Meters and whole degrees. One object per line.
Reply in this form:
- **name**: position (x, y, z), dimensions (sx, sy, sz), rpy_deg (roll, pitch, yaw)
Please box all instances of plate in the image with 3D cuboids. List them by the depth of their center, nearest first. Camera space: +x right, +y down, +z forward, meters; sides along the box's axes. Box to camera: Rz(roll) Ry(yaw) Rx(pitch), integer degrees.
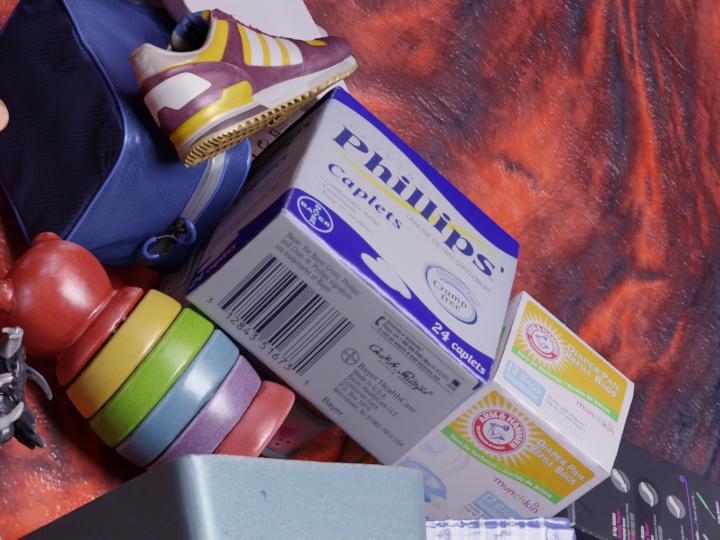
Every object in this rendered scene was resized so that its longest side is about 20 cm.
- **plate**: position (-0.096, -0.196, 1.887), dimensions (0.199, 0.032, 0.200), rpy_deg (32, 23, -45)

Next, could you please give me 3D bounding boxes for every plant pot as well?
- **plant pot**: position (-0.076, 0.239, 1.581), dimensions (0.196, 0.196, 0.201), rpy_deg (8, 64, -42)

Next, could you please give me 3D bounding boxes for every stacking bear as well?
- **stacking bear**: position (-0.152, 0.060, 1.706), dimensions (0.200, 0.114, 0.122), rpy_deg (40, 54, -5)

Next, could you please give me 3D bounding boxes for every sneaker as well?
- **sneaker**: position (-0.076, -0.141, 1.741), dimensions (0.090, 0.075, 0.200), rpy_deg (57, 33, 0)

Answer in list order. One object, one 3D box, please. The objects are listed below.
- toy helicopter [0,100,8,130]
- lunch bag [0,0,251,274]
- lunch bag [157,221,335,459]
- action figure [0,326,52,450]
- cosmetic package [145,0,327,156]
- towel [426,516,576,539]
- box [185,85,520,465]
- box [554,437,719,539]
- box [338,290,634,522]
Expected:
- **toy helicopter**: position (-0.292, -0.043, 1.633), dimensions (0.079, 0.132, 0.200), rpy_deg (39, 38, -15)
- **lunch bag**: position (-0.163, -0.092, 1.790), dimensions (0.132, 0.136, 0.200), rpy_deg (6, 45, -43)
- **lunch bag**: position (-0.068, 0.024, 1.857), dimensions (0.160, 0.077, 0.200), rpy_deg (38, 38, -14)
- **action figure**: position (-0.257, 0.066, 1.604), dimensions (0.119, 0.102, 0.200), rpy_deg (49, 36, 18)
- **cosmetic package**: position (-0.125, -0.182, 1.978), dimensions (0.200, 0.074, 0.102), rpy_deg (32, 39, -25)
- **towel**: position (0.053, 0.238, 1.741), dimensions (0.199, 0.024, 0.145), rpy_deg (1, 79, -13)
- **box**: position (0.000, 0.000, 1.771), dimensions (0.184, 0.105, 0.200), rpy_deg (41, 27, -13)
- **box**: position (0.189, 0.206, 1.929), dimensions (0.200, 0.122, 0.106), rpy_deg (27, 43, -29)
- **box**: position (0.081, 0.125, 1.820), dimensions (0.112, 0.200, 0.101), rpy_deg (40, 38, -13)
